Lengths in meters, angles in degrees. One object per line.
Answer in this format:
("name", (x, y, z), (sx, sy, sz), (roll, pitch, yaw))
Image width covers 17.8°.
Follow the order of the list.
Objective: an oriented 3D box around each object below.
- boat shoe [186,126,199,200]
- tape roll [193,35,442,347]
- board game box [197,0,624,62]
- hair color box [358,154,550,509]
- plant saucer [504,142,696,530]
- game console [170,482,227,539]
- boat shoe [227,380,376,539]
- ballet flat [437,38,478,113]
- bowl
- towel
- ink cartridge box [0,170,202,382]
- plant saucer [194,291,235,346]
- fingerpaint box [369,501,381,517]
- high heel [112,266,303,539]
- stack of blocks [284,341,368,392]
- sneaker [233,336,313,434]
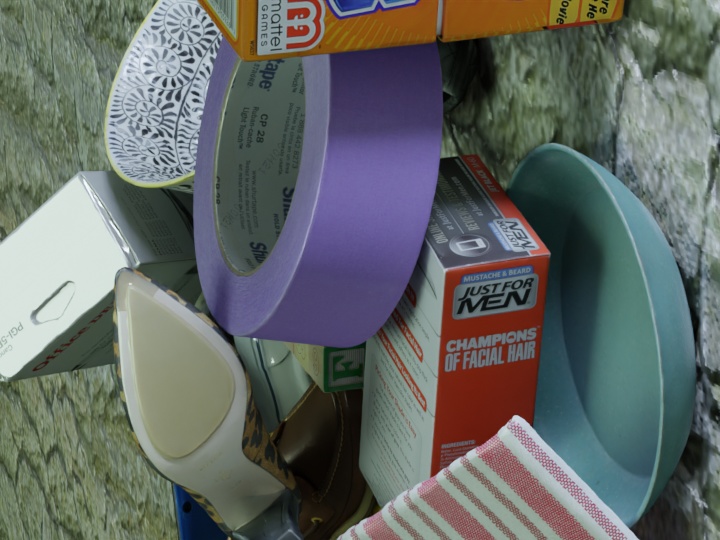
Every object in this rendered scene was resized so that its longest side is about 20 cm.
("boat shoe", (-0.050, -0.027, 1.593), (0.200, 0.068, 0.074), (49, 145, 16))
("tape roll", (-0.027, -0.062, 1.226), (0.200, 0.065, 0.201), (-173, 90, -68))
("board game box", (0.008, -0.242, 1.129), (0.200, 0.199, 0.201), (-126, 33, -54))
("hair color box", (0.048, 0.053, 1.242), (0.111, 0.064, 0.201), (-121, 27, -53))
("plant saucer", (0.122, 0.033, 1.166), (0.200, 0.036, 0.201), (171, 90, -71))
("game console", (-0.111, 0.144, 1.771), (0.171, 0.118, 0.201), (-172, 75, -70))
("boat shoe", (-0.035, 0.128, 1.396), (0.201, 0.067, 0.072), (111, 147, -50))
("ballet flat", (-0.010, -0.092, 1.357), (0.200, 0.066, 0.057), (-31, 35, 42))
("bowl", (-0.068, -0.121, 1.518), (0.200, 0.094, 0.202), (-30, 42, 32))
("towel", (0.076, 0.162, 1.188), (0.146, 0.030, 0.200), (45, 138, -4))
("ink cartridge box", (-0.169, -0.001, 1.631), (0.147, 0.200, 0.083), (-39, 75, 24))
("plant saucer", (-0.082, 0.104, 1.593), (0.200, 0.050, 0.201), (45, -143, -49))
("fingerpaint box", (0.020, 0.186, 1.470), (0.167, 0.073, 0.201), (-116, 25, -43))
("high heel", (-0.092, 0.077, 1.292), (0.201, 0.071, 0.143), (62, 176, -14))
("stack of blocks", (0.000, 0.000, 1.387), (0.200, 0.114, 0.059), (-133, 39, -60))
("sneaker", (-0.023, 0.104, 1.550), (0.070, 0.073, 0.201), (-3, 122, 34))
